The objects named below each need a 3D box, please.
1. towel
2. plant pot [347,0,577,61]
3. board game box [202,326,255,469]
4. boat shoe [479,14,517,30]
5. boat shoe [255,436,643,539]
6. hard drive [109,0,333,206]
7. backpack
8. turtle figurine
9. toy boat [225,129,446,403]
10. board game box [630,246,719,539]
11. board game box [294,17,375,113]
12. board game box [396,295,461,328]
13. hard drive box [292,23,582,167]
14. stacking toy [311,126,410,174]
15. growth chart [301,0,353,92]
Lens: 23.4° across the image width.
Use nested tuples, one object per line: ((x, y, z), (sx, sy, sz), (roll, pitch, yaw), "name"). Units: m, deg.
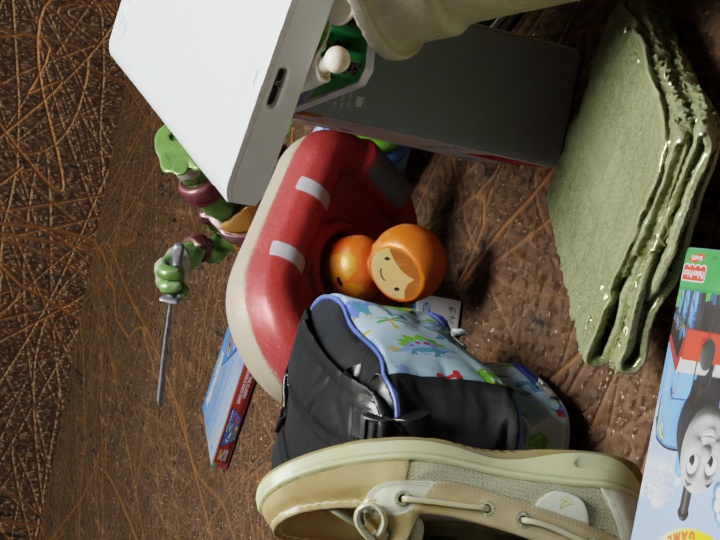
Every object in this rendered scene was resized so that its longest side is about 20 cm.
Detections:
((0.142, -0.049, 0.919), (0.201, 0.036, 0.149), (-95, 20, -60), "towel")
((0.097, -0.213, 0.882), (0.200, 0.182, 0.203), (-1, -90, -72), "plant pot")
((-0.123, 0.090, 1.765), (0.103, 0.019, 0.201), (-109, 33, -56), "board game box")
((0.096, -0.223, 1.165), (0.200, 0.062, 0.075), (129, 149, -55), "boat shoe")
((0.047, 0.129, 0.877), (0.073, 0.199, 0.064), (107, 165, -57), "boat shoe")
((-0.081, -0.140, 0.962), (0.200, 0.026, 0.133), (49, 124, 51), "hard drive")
((0.027, 0.117, 1.035), (0.200, 0.146, 0.185), (-128, 50, -64), "backpack")
((-0.078, -0.021, 1.287), (0.195, 0.143, 0.201), (75, -152, -53), "turtle figurine")
((0.000, 0.000, 1.172), (0.130, 0.131, 0.201), (-6, 52, 39), "toy boat")
((0.172, 0.094, 0.764), (0.151, 0.036, 0.202), (-170, 90, -73), "board game box")
((-0.049, -0.187, 1.004), (0.199, 0.026, 0.202), (-12, 71, 57), "board game box")
((0.015, 0.098, 1.279), (0.200, 0.034, 0.136), (156, 123, -70), "board game box")
((0.018, -0.125, 1.120), (0.156, 0.198, 0.078), (-163, 84, -74), "hard drive box")
((0.011, -0.117, 1.293), (0.200, 0.084, 0.086), (116, 159, -63), "stacking toy")
((-0.042, -0.183, 0.950), (0.144, 0.018, 0.202), (-26, 61, 54), "growth chart")
